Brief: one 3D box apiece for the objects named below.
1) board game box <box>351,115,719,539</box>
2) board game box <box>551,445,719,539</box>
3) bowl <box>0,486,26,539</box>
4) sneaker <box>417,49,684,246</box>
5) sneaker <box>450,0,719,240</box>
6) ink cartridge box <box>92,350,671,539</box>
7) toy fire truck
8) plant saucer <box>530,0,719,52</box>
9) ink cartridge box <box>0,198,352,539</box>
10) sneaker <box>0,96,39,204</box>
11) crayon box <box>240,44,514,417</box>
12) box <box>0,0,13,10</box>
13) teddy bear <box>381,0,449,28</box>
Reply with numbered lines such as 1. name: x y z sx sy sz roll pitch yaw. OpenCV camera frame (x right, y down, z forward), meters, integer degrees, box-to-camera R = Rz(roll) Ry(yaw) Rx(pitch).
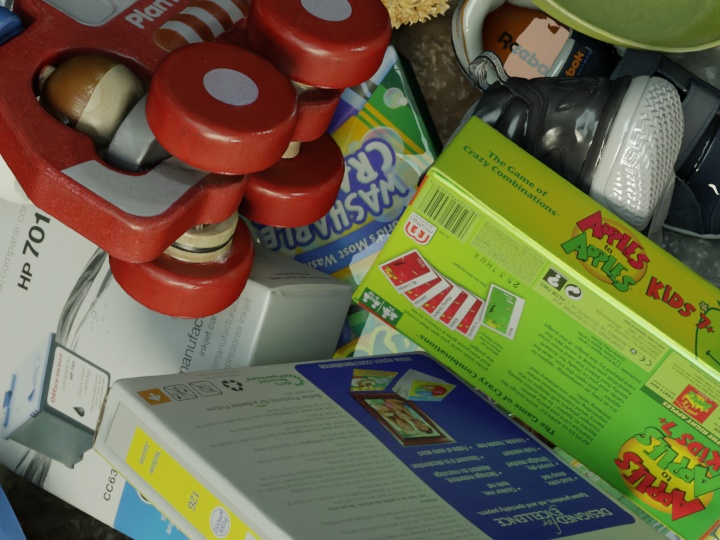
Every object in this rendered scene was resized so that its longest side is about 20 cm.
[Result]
1. board game box: 0.104 0.029 0.884 0.200 0.048 0.102 36 138 4
2. board game box: 0.116 0.141 0.991 0.200 0.023 0.105 -35 80 8
3. bowl: -0.185 0.187 0.966 0.039 0.201 0.201 -18 82 -22
4. sneaker: 0.088 -0.022 0.945 0.113 0.076 0.201 19 133 16
5. sneaker: 0.130 -0.079 0.973 0.200 0.079 0.079 30 92 10
6. ink cartridge box: 0.019 0.104 0.845 0.200 0.197 0.047 39 117 38
7. toy fire truck: -0.094 -0.085 0.887 0.168 0.200 0.112 31 133 13
8. plant saucer: 0.117 -0.189 0.952 0.031 0.200 0.201 -39 77 51
9. ink cartridge box: -0.122 0.041 0.981 0.199 0.086 0.147 23 101 27
10. sneaker: -0.180 -0.108 0.992 0.146 0.200 0.081 23 123 19
11. crayon box: 0.000 0.000 1.009 0.125 0.052 0.201 -22 83 10
12. box: -0.266 -0.137 1.072 0.198 0.050 0.201 22 91 10
13. teddy bear: 0.005 -0.176 0.994 0.199 0.067 0.145 -22 60 10
